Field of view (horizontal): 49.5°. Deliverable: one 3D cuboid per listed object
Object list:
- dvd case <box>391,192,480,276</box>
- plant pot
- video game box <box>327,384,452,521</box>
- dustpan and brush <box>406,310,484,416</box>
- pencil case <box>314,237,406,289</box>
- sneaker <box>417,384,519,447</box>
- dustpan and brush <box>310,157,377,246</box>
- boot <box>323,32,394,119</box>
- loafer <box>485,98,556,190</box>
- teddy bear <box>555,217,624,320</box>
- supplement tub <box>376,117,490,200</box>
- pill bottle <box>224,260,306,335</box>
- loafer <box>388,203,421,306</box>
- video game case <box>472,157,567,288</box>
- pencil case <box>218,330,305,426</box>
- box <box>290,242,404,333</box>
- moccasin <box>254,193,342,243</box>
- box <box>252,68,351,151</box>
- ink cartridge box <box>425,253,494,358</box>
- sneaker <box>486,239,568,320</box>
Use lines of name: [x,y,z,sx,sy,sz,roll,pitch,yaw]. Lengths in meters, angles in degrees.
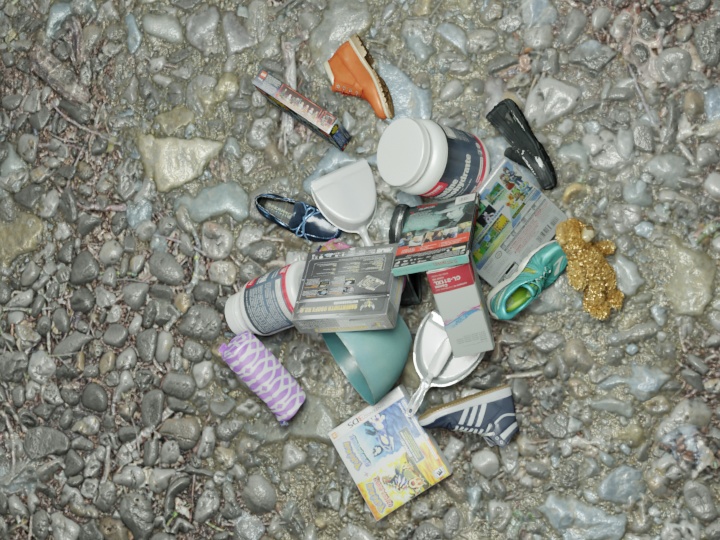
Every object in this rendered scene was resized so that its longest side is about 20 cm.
dvd case: [0.141,-0.069,1.424,0.143,0.202,0.022,-12,125,23]
plant pot: [0.023,0.141,1.528,0.133,0.201,0.202,-32,79,-14]
video game box: [0.058,0.363,1.565,0.181,0.047,0.202,-34,79,11]
dustpan and brush: [0.146,0.197,1.540,0.138,0.057,0.203,30,92,14]
pencil case: [0.000,0.000,1.556,0.197,0.088,0.083,21,48,35]
sneaker: [0.213,0.299,1.499,0.196,0.070,0.111,-16,85,-12]
dustpan and brush: [-0.006,-0.110,1.608,0.137,0.057,0.203,-25,81,-14]
boot: [-0.003,-0.382,1.625,0.106,0.075,0.203,-32,71,12]
loafer: [0.317,-0.240,1.536,0.070,0.068,0.203,-34,77,23]
teddy bear: [0.437,-0.007,1.467,0.142,0.067,0.205,-8,83,-27]
supplement tub: [0.141,-0.209,1.494,0.139,0.197,0.144,-6,81,46]
pill bottle: [-0.177,0.065,1.584,0.197,0.119,0.122,-20,81,31]
loafer: [0.097,-0.031,1.568,0.069,0.068,0.206,0,92,35]
video game case: [0.279,-0.082,1.518,0.181,0.022,0.201,38,95,-16]
pencil case: [-0.195,0.215,1.584,0.085,0.084,0.201,-18,115,49]
box: [-0.020,0.034,1.451,0.196,0.049,0.161,-6,52,24]
moccasin: [-0.135,-0.106,1.631,0.196,0.068,0.082,15,89,11]
box: [-0.118,-0.329,1.609,0.198,0.137,0.040,35,91,13]
ink cartridge box: [0.183,0.037,1.455,0.081,0.147,0.203,-15,121,10]
sneaker: [0.332,0.026,1.497,0.200,0.080,0.078,-44,102,-2]
